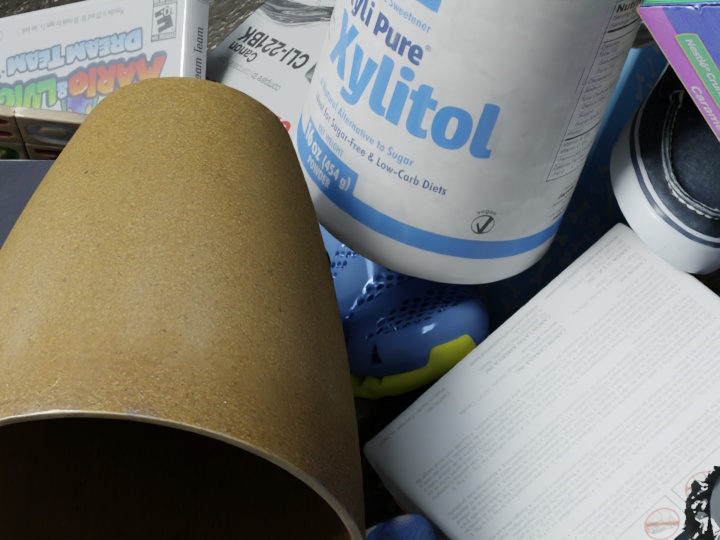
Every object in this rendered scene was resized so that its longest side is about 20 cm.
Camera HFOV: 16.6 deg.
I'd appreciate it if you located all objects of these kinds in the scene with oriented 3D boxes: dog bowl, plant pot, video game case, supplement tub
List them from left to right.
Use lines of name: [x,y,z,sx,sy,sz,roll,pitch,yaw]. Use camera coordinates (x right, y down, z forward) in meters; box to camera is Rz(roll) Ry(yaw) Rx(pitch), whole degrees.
video game case: [-0.167,-0.057,1.365,0.199,0.024,0.184,-6,77,37]
plant pot: [-0.084,0.026,1.013,0.185,0.186,0.201,-17,49,27]
supplement tub: [0.053,-0.107,1.082,0.131,0.201,0.132,12,36,-9]
dog bowl: [0.096,-0.058,1.230,0.111,0.050,0.201,-5,44,39]

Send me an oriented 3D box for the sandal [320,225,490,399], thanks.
sandal: [0.000,0.000,1.181,0.079,0.088,0.200,-19,22,-19]

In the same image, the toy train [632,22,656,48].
toy train: [0.110,-0.133,1.206,0.199,0.056,0.151,-1,55,50]

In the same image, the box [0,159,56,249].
box: [-0.165,0.046,1.184,0.197,0.200,0.124,4,61,42]

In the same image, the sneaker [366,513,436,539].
sneaker: [0.054,0.168,0.977,0.089,0.079,0.200,-27,42,0]

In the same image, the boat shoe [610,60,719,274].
boat shoe: [0.174,-0.086,1.127,0.091,0.071,0.201,-53,8,38]

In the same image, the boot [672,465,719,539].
boot: [0.183,0.110,0.866,0.200,0.076,0.169,-48,29,37]

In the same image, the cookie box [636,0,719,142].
cookie box: [0.228,-0.123,1.079,0.075,0.171,0.201,1,47,46]

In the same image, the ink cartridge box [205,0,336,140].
ink cartridge box: [0.010,-0.113,1.344,0.200,0.084,0.144,-44,34,-9]

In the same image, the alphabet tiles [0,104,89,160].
alphabet tiles: [-0.137,-0.038,1.193,0.166,0.200,0.008,7,72,3]

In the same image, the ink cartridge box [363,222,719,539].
ink cartridge box: [0.120,0.089,1.050,0.162,0.050,0.200,-40,51,-8]

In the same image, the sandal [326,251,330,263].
sandal: [-0.072,-0.007,1.189,0.043,0.076,0.200,-62,19,-18]
